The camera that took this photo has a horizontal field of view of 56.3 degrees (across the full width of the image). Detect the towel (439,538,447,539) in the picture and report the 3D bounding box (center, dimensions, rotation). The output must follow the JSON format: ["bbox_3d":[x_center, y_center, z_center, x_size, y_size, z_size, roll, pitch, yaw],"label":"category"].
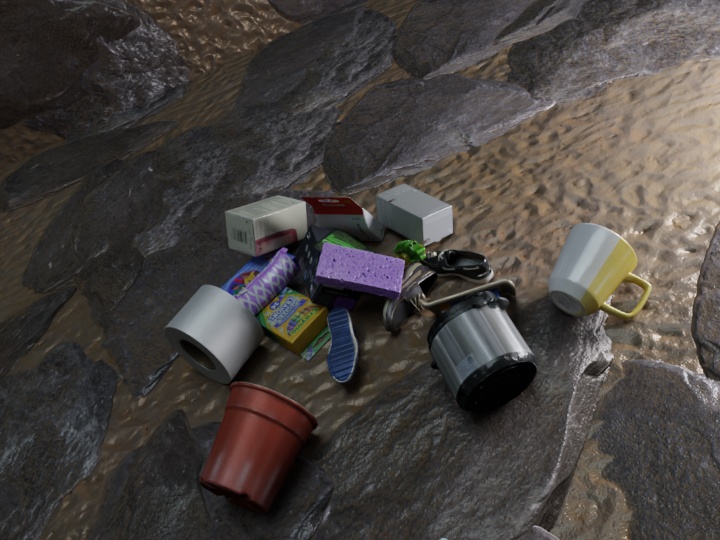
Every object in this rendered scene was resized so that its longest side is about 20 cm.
[{"bbox_3d":[0.121,0.547,1.054,0.199,0.048,0.171,-40,44,-16],"label":"towel"}]

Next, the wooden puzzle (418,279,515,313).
[{"bbox_3d":[0.234,0.070,1.438,0.197,0.185,0.047,-14,79,12],"label":"wooden puzzle"}]

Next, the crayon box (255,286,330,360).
[{"bbox_3d":[-0.157,0.126,1.657,0.199,0.052,0.126,23,60,42],"label":"crayon box"}]

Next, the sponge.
[{"bbox_3d":[0.000,0.000,1.546,0.197,0.030,0.112,12,43,-2],"label":"sponge"}]

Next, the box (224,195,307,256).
[{"bbox_3d":[-0.261,-0.127,1.885,0.127,0.111,0.199,17,28,40],"label":"box"}]

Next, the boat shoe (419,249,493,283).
[{"bbox_3d":[0.221,-0.021,1.603,0.198,0.061,0.074,18,58,41],"label":"boat shoe"}]

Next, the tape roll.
[{"bbox_3d":[-0.349,0.153,1.614,0.201,0.204,0.140,12,53,37],"label":"tape roll"}]

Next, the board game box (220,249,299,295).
[{"bbox_3d":[-0.276,0.025,1.836,0.134,0.045,0.200,22,59,43],"label":"board game box"}]

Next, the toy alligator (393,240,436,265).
[{"bbox_3d":[0.124,-0.049,1.622,0.059,0.055,0.200,-28,6,-21],"label":"toy alligator"}]

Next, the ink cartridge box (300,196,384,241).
[{"bbox_3d":[-0.049,-0.133,1.767,0.159,0.199,0.051,4,75,31],"label":"ink cartridge box"}]

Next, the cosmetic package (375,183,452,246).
[{"bbox_3d":[0.139,-0.146,1.751,0.106,0.091,0.199,-25,33,-28],"label":"cosmetic package"}]

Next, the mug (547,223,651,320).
[{"bbox_3d":[0.474,0.013,1.371,0.185,0.150,0.154,19,64,49],"label":"mug"}]

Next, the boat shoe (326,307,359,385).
[{"bbox_3d":[-0.031,0.178,1.514,0.071,0.073,0.202,-14,46,12],"label":"boat shoe"}]

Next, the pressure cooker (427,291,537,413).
[{"bbox_3d":[0.226,0.147,1.302,0.174,0.180,0.201,-22,52,-9],"label":"pressure cooker"}]

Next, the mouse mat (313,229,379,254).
[{"bbox_3d":[-0.005,-0.031,1.649,0.198,0.008,0.161,31,27,9],"label":"mouse mat"}]

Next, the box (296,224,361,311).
[{"bbox_3d":[-0.072,-0.009,1.676,0.107,0.121,0.201,-62,30,26],"label":"box"}]

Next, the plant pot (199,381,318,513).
[{"bbox_3d":[-0.212,0.358,1.338,0.198,0.201,0.197,5,56,32],"label":"plant pot"}]

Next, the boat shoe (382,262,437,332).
[{"bbox_3d":[0.118,0.060,1.562,0.072,0.075,0.201,8,51,35],"label":"boat shoe"}]

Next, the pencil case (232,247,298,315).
[{"bbox_3d":[-0.248,0.037,1.725,0.083,0.086,0.200,17,55,44],"label":"pencil case"}]
